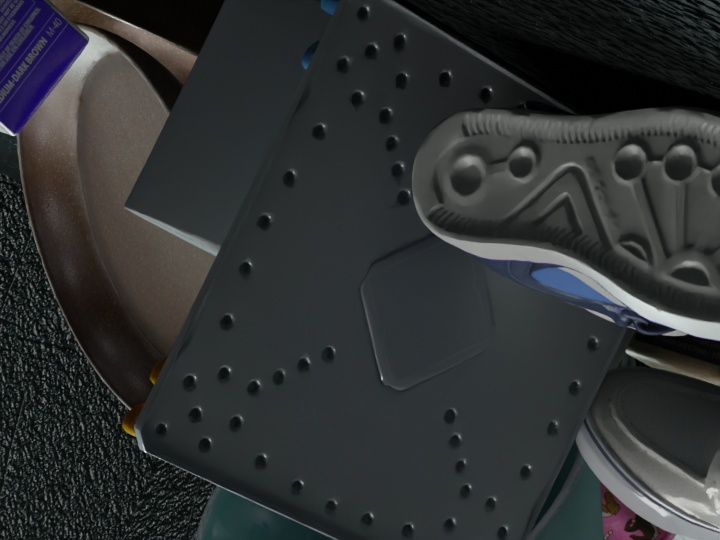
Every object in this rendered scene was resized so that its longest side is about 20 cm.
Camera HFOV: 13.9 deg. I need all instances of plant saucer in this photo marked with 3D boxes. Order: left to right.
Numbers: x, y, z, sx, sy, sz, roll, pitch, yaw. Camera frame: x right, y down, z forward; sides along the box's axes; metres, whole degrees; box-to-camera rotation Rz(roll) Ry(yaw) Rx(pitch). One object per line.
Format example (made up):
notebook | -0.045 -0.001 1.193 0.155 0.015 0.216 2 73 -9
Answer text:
plant saucer | -0.103 -0.024 1.394 0.032 0.201 0.200 -20 -159 -28
plant saucer | -0.084 -0.112 1.416 0.200 0.037 0.200 25 177 2

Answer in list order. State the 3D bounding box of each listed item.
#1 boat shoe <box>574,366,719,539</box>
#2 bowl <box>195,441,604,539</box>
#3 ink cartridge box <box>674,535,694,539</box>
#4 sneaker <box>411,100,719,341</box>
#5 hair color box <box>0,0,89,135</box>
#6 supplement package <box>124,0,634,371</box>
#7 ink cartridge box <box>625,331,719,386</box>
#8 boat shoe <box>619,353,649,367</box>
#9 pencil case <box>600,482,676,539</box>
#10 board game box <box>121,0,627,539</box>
boat shoe | 0.179 0.087 1.223 0.200 0.071 0.070 31 149 20
bowl | 0.034 0.133 1.361 0.201 0.201 0.105 20 148 52
ink cartridge box | 0.166 0.096 1.645 0.200 0.083 0.146 -18 147 38
sneaker | 0.131 -0.012 1.128 0.199 0.081 0.146 13 177 36
hair color box | -0.228 -0.149 1.335 0.200 0.065 0.109 44 168 -28
supplement package | 0.022 -0.027 1.278 0.200 0.117 0.117 29 177 -36
ink cartridge box | 0.245 0.058 1.336 0.200 0.075 0.165 28 176 -27
boat shoe | 0.164 0.056 1.474 0.068 0.072 0.200 24 -152 -49
pencil case | 0.099 0.078 1.513 0.082 0.087 0.200 12 -156 -20
board game box | 0.021 0.013 1.199 0.200 0.201 0.026 28 176 -35
